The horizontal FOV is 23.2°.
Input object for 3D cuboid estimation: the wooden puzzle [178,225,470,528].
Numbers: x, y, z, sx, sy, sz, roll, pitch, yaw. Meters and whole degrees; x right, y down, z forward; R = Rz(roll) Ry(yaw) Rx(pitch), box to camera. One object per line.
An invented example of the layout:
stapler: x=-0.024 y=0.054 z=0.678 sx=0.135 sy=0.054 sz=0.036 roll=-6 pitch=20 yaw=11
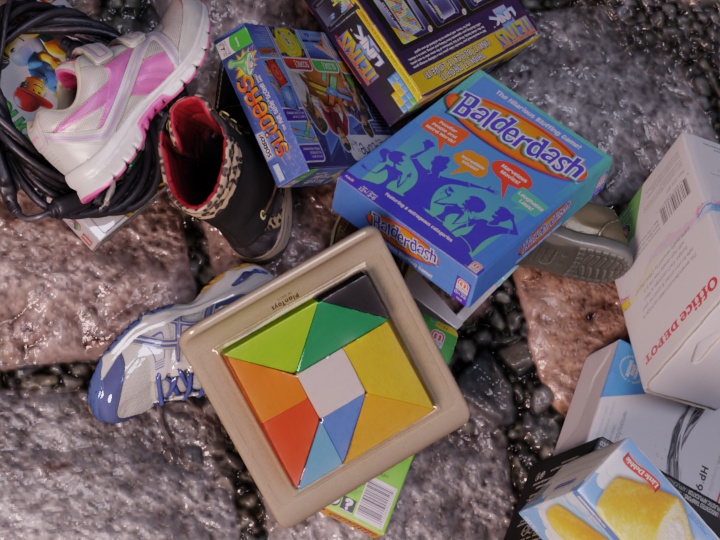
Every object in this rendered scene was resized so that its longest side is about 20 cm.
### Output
wooden puzzle: x=-0.024 y=0.089 z=1.415 sx=0.185 sy=0.037 sz=0.200 roll=-30 pitch=110 yaw=-9

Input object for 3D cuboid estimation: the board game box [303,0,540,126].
board game box: x=0.052 y=-0.241 z=1.599 sx=0.200 sy=0.057 sz=0.165 roll=-32 pitch=88 yaw=-45

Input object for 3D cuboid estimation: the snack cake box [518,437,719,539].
snack cake box: x=0.230 y=0.234 z=1.371 sx=0.067 sy=0.115 sz=0.200 roll=-42 pitch=90 yaw=-26

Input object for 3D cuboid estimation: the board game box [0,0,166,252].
board game box: x=-0.245 y=-0.131 z=1.482 sx=0.200 sy=0.035 sz=0.126 roll=48 pitch=63 yaw=-2

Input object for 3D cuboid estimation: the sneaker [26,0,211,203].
sneaker: x=-0.192 y=-0.154 z=1.398 sx=0.088 sy=0.081 sz=0.200 roll=38 pitch=62 yaw=-14

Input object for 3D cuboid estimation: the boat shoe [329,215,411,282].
boat shoe: x=0.006 y=0.002 z=1.493 sx=0.075 sy=0.075 sz=0.202 roll=15 pitch=67 yaw=-2

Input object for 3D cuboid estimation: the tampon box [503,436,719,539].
tampon box: x=0.201 y=0.270 z=1.483 sx=0.150 sy=0.126 sz=0.200 roll=29 pitch=65 yaw=-11

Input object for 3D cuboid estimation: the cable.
cable: x=-0.238 y=-0.140 z=1.439 sx=0.163 sy=0.051 sz=0.200 roll=-15 pitch=80 yaw=-24

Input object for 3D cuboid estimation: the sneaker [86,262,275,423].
sneaker: x=-0.128 y=0.069 z=1.427 sx=0.200 sy=0.075 sz=0.088 roll=-36 pitch=57 yaw=-26

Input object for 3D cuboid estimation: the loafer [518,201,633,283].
loafer: x=0.150 y=-0.045 z=1.578 sx=0.200 sy=0.075 sz=0.070 roll=17 pitch=53 yaw=-16

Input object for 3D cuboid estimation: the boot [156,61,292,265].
boot: x=-0.111 y=-0.115 z=1.468 sx=0.073 sy=0.151 sz=0.200 roll=-4 pitch=77 yaw=19

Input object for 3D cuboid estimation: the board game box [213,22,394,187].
board game box: x=-0.038 y=-0.141 z=1.505 sx=0.200 sy=0.034 sz=0.135 roll=-8 pitch=72 yaw=-64

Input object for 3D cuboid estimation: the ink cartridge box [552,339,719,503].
ink cartridge box: x=0.287 y=0.161 z=1.587 sx=0.200 sy=0.067 sz=0.116 roll=28 pitch=64 yaw=-12

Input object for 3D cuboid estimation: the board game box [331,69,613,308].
board game box: x=0.097 y=-0.075 z=1.501 sx=0.152 sy=0.045 sz=0.200 roll=36 pitch=52 yaw=19

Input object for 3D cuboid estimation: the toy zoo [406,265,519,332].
toy zoo: x=0.082 y=-0.034 z=1.593 sx=0.131 sy=0.020 sz=0.200 roll=48 pitch=62 yaw=-2

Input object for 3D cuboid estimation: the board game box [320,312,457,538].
board game box: x=0.010 y=0.120 z=1.510 sx=0.096 sy=0.030 sz=0.200 roll=27 pitch=68 yaw=-11

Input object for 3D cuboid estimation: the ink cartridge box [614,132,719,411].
ink cartridge box: x=0.302 y=0.001 z=1.561 sx=0.087 sy=0.145 sz=0.200 roll=18 pitch=40 yaw=-20
